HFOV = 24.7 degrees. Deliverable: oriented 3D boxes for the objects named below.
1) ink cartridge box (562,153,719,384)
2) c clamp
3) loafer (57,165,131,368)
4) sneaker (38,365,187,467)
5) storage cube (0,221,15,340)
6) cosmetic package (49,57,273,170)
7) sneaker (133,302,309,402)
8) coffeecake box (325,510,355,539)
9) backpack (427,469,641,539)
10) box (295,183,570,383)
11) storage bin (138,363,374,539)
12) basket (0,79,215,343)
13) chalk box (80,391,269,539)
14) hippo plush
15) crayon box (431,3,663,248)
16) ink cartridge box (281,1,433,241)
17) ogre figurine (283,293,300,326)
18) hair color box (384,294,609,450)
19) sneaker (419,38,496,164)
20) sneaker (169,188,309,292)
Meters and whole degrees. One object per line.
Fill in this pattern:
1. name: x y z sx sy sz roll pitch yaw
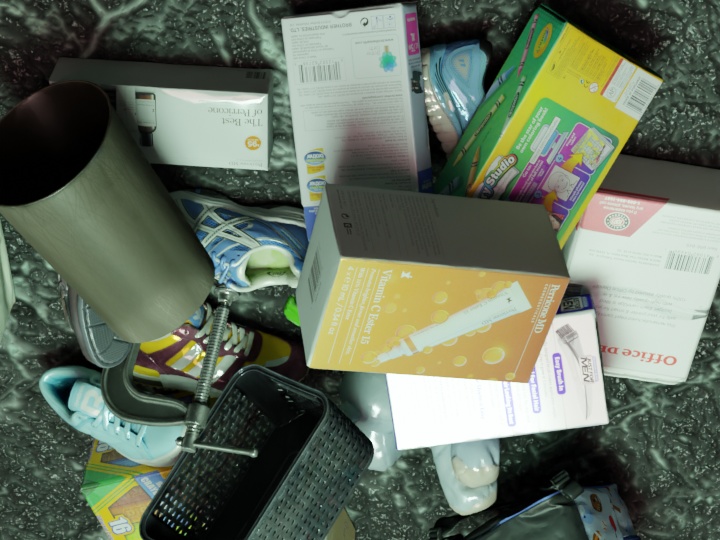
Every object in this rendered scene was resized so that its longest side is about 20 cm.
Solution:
1. ink cartridge box: 0.259 -0.001 1.547 0.144 0.085 0.202 9 124 -2
2. c clamp: -0.164 0.079 1.576 0.169 0.202 0.027 1 159 15
3. loafer: -0.258 -0.010 1.563 0.063 0.071 0.202 6 106 44
4. sneaker: -0.248 0.143 1.629 0.199 0.075 0.082 12 172 41
5. storage cube: -0.440 0.012 1.554 0.178 0.172 0.202 -1 125 3
6. cosmetic package: -0.180 -0.142 1.499 0.198 0.051 0.083 3 127 2
7. sneaker: -0.148 0.073 1.635 0.198 0.075 0.091 3 131 1
8. coffeecake box: -0.114 0.331 1.767 0.198 0.154 0.074 -15 123 15
9. backpack: 0.200 0.290 1.693 0.199 0.190 0.155 -27 81 32
10. box: 0.057 0.013 1.381 0.198 0.098 0.125 4 130 -15
11. storage bin: -0.097 0.207 1.557 0.134 0.201 0.094 18 160 43
12. basket: -0.226 -0.044 1.453 0.136 0.180 0.201 -36 127 -3
13. chalk box: -0.168 0.206 1.700 0.198 0.124 0.125 -14 124 14
14. hippo plush: 0.056 0.150 1.623 0.159 0.160 0.202 2 126 2
15. crayon box: 0.160 -0.114 1.435 0.118 0.058 0.201 24 103 -29
16. ink cartridge box: -0.001 -0.128 1.437 0.118 0.042 0.202 -1 98 26
17. ogre figurine: 0.000 0.000 1.525 0.120 0.098 0.199 -50 148 12
18. hair color box: 0.123 0.093 1.510 0.198 0.065 0.111 -7 103 8
19. sneaker: 0.118 -0.120 1.479 0.089 0.079 0.201 -20 123 11
20. sneaker: -0.132 -0.025 1.562 0.198 0.077 0.076 2 127 6
